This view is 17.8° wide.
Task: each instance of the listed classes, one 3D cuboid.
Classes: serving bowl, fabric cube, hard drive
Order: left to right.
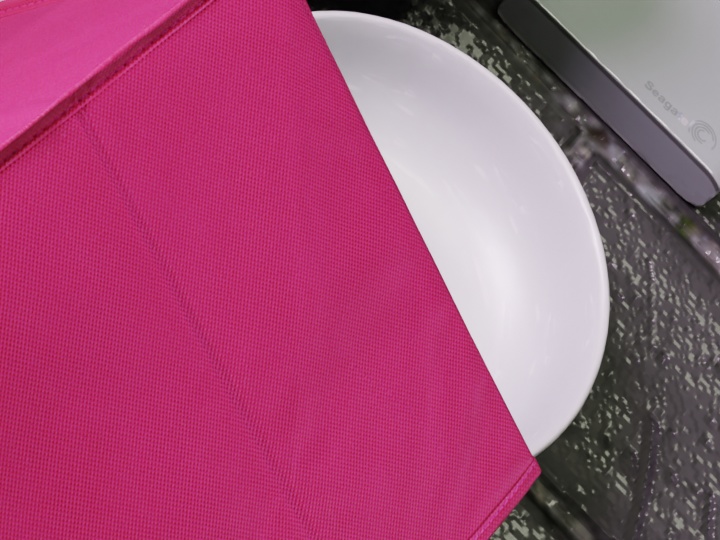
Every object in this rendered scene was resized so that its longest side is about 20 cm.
[{"bbox_3d":[-0.101,0.041,0.715,0.200,0.195,0.200,-44,117,-38],"label":"fabric cube"},{"bbox_3d":[0.000,0.000,0.917,0.198,0.066,0.202,13,60,-23],"label":"serving bowl"},{"bbox_3d":[0.164,-0.138,1.108,0.132,0.026,0.200,43,52,-4],"label":"hard drive"}]
